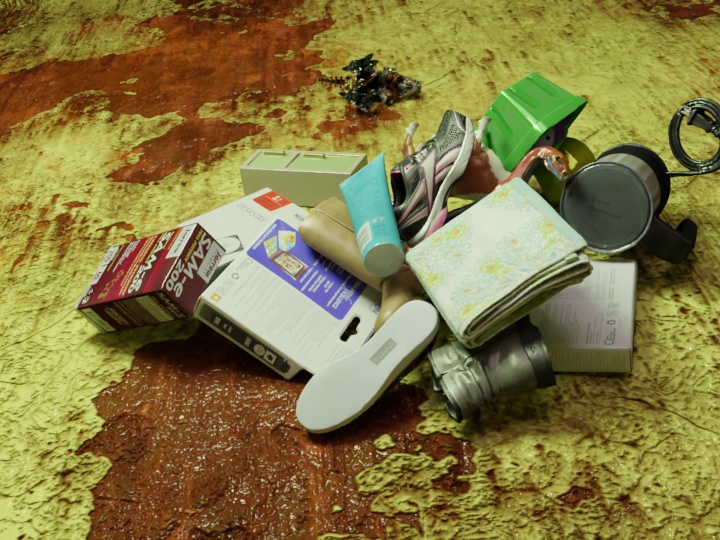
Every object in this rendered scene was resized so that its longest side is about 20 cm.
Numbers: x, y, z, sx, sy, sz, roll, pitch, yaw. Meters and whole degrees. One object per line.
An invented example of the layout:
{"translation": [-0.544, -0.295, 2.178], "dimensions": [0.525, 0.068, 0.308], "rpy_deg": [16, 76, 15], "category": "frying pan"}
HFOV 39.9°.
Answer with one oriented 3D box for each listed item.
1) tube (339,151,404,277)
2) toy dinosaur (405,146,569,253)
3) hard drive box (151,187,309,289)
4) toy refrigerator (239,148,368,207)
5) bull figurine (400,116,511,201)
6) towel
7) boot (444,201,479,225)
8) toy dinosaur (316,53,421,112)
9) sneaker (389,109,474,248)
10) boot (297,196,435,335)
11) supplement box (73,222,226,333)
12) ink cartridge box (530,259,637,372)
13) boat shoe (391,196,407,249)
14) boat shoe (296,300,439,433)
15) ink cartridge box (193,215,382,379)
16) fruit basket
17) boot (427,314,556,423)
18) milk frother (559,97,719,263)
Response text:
{"translation": [0.014, -0.075, 1.260], "dimensions": [0.077, 0.050, 0.202], "rpy_deg": [-31, 38, 15], "category": "tube"}
{"translation": [0.181, -0.076, 1.233], "dimensions": [0.198, 0.185, 0.105], "rpy_deg": [15, 4, -33], "category": "toy dinosaur"}
{"translation": [-0.171, -0.028, 1.406], "dimensions": [0.198, 0.078, 0.155], "rpy_deg": [-26, 35, -28], "category": "hard drive box"}
{"translation": [-0.089, -0.152, 1.604], "dimensions": [0.197, 0.071, 0.076], "rpy_deg": [5, 33, 22], "category": "toy refrigerator"}
{"translation": [0.140, -0.146, 1.399], "dimensions": [0.197, 0.124, 0.065], "rpy_deg": [2, -13, 26], "category": "bull figurine"}
{"translation": [0.150, -0.014, 1.120], "dimensions": [0.170, 0.048, 0.201], "rpy_deg": [-31, 33, 0], "category": "towel"}
{"translation": [0.201, -0.053, 1.342], "dimensions": [0.197, 0.092, 0.073], "rpy_deg": [-16, 30, -13], "category": "boot"}
{"translation": [0.015, -0.356, 1.929], "dimensions": [0.197, 0.104, 0.136], "rpy_deg": [-15, 4, 16], "category": "toy dinosaur"}
{"translation": [0.085, -0.130, 1.308], "dimensions": [0.085, 0.080, 0.203], "rpy_deg": [25, 69, -14], "category": "sneaker"}
{"translation": [0.000, 0.000, 1.258], "dimensions": [0.199, 0.067, 0.175], "rpy_deg": [35, 32, 14], "category": "boot"}
{"translation": [-0.273, 0.013, 1.281], "dimensions": [0.198, 0.061, 0.110], "rpy_deg": [-12, 44, 41], "category": "supplement box"}
{"translation": [0.234, 0.051, 1.209], "dimensions": [0.196, 0.044, 0.197], "rpy_deg": [-1, 31, 19], "category": "ink cartridge box"}
{"translation": [0.042, -0.069, 1.431], "dimensions": [0.197, 0.069, 0.073], "rpy_deg": [-26, 35, -28], "category": "boat shoe"}
{"translation": [0.013, 0.116, 1.127], "dimensions": [0.200, 0.067, 0.070], "rpy_deg": [-44, 62, -13], "category": "boat shoe"}
{"translation": [-0.077, 0.044, 1.255], "dimensions": [0.198, 0.044, 0.199], "rpy_deg": [33, 42, 5], "category": "ink cartridge box"}
{"translation": [0.263, -0.158, 1.453], "dimensions": [0.213, 0.219, 0.155], "rpy_deg": [18, 37, 37], "category": "fruit basket"}
{"translation": [0.131, 0.074, 1.111], "dimensions": [0.129, 0.068, 0.201], "rpy_deg": [-18, 36, 4], "category": "boot"}
{"translation": [0.376, -0.128, 1.289], "dimensions": [0.178, 0.203, 0.188], "rpy_deg": [19, 20, 18], "category": "milk frother"}
